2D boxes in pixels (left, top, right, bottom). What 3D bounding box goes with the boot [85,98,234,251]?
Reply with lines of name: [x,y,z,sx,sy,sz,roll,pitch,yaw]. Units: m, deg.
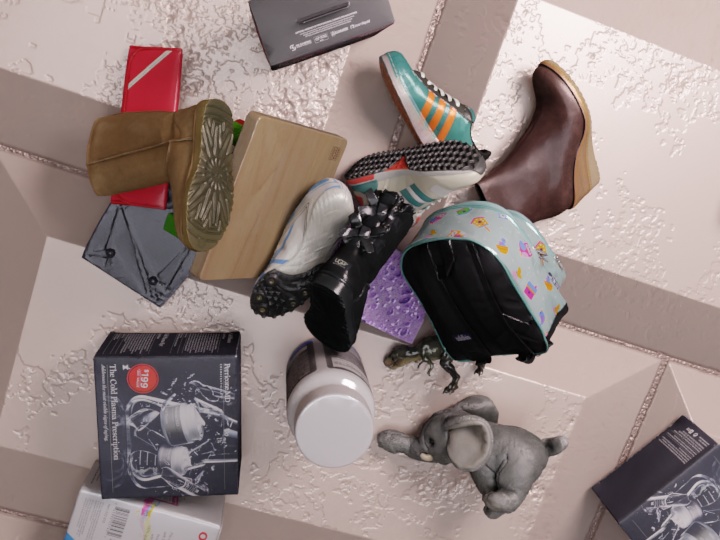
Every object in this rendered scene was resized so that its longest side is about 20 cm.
boot: [-0.234,-0.103,0.861,0.199,0.066,0.176,-2,75,34]

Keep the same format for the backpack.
backpack: [0.155,0.005,0.967,0.200,0.175,0.154,49,55,-26]

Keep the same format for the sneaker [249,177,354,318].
sneaker: [-0.074,-0.026,0.957,0.072,0.073,0.200,30,103,-20]

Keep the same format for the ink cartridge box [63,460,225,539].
ink cartridge box: [-0.306,0.375,1.068,0.199,0.085,0.145,19,101,-9]

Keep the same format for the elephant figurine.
elephant figurine: [0.153,0.243,1.072,0.200,0.142,0.155,41,67,2]

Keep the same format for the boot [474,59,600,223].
boot: [0.224,-0.155,0.999,0.166,0.072,0.201,-29,112,-9]

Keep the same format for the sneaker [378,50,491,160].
sneaker: [0.099,-0.208,0.987,0.080,0.071,0.200,-34,112,1]

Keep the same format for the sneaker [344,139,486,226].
sneaker: [0.078,-0.105,0.970,0.199,0.070,0.094,-2,129,35]

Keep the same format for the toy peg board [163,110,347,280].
toy peg board: [-0.136,-0.101,0.944,0.098,0.199,0.201,30,105,24]

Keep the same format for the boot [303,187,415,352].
boot: [-0.001,0.000,0.955,0.073,0.199,0.163,28,63,13]

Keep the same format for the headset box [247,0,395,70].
headset box: [-0.049,-0.293,0.881,0.148,0.200,0.075,-20,104,-2]

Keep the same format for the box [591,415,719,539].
box: [0.489,0.360,1.132,0.182,0.104,0.200,-40,103,5]

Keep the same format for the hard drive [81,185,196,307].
hard drive: [-0.256,-0.068,0.991,0.135,0.042,0.200,34,96,-12]

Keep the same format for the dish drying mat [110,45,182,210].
dish drying mat: [-0.268,-0.180,0.946,0.076,0.018,0.201,7,89,9]

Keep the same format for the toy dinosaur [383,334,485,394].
toy dinosaur: [0.136,0.118,1.078,0.199,0.047,0.089,-23,98,-4]

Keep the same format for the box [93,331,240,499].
box: [-0.253,0.191,1.021,0.181,0.104,0.201,-1,103,-7]

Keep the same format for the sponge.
sponge: [0.008,0.011,1.030,0.199,0.030,0.112,25,97,-19]

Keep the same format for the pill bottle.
pill bottle: [-0.041,0.168,0.988,0.113,0.200,0.115,-1,103,-5]
